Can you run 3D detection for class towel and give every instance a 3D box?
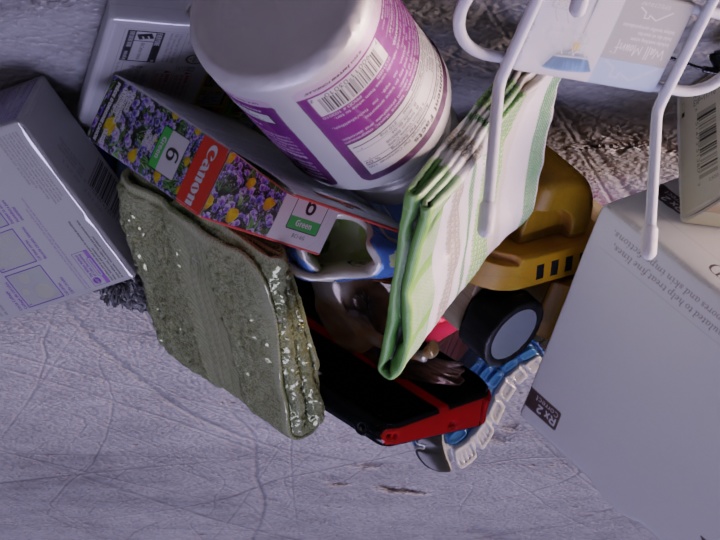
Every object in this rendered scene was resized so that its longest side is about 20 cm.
[{"bbox_3d":[0.071,-0.038,1.585,0.031,0.200,0.149,20,131,17],"label":"towel"},{"bbox_3d":[-0.093,0.023,1.683,0.148,0.036,0.200,31,152,29],"label":"towel"}]

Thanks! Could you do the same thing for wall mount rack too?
[{"bbox_3d":[0.144,-0.102,1.517,0.200,0.075,0.174,8,122,-25],"label":"wall mount rack"}]

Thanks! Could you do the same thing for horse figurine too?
[{"bbox_3d":[0.000,0.000,1.764,0.050,0.200,0.133,-32,-165,-34],"label":"horse figurine"}]

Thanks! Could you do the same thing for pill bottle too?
[{"bbox_3d":[-0.012,-0.115,1.499,0.112,0.112,0.200,-6,156,20],"label":"pill bottle"}]

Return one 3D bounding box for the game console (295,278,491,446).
[{"bbox_3d":[-0.017,0.063,1.826,0.200,0.031,0.177,31,-158,24],"label":"game console"}]

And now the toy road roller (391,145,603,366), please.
[{"bbox_3d":[0.124,-0.034,1.789,0.200,0.123,0.146,-15,137,-42],"label":"toy road roller"}]

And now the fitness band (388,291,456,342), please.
[{"bbox_3d":[0.100,0.008,1.959,0.200,0.037,0.144,-16,157,-33],"label":"fitness band"}]

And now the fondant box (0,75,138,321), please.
[{"bbox_3d":[-0.264,-0.036,1.744,0.200,0.058,0.144,-18,123,26],"label":"fondant box"}]

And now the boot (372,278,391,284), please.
[{"bbox_3d":[0.027,-0.029,1.909,0.155,0.074,0.200,7,172,-24],"label":"boot"}]

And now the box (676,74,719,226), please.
[{"bbox_3d":[0.318,-0.073,1.702,0.200,0.095,0.078,5,163,-21],"label":"box"}]

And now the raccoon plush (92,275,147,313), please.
[{"bbox_3d":[-0.161,-0.034,1.844,0.200,0.097,0.134,12,159,-35],"label":"raccoon plush"}]

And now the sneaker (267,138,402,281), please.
[{"bbox_3d":[-0.043,-0.037,1.678,0.200,0.076,0.077,8,-155,28],"label":"sneaker"}]

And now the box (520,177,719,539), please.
[{"bbox_3d":[0.243,0.071,1.740,0.131,0.199,0.200,-20,140,-41],"label":"box"}]

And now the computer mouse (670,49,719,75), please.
[{"bbox_3d":[0.214,-0.140,1.600,0.200,0.034,0.059,9,179,-11],"label":"computer mouse"}]

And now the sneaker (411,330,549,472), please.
[{"bbox_3d":[0.096,0.055,1.933,0.075,0.200,0.087,44,178,-32],"label":"sneaker"}]

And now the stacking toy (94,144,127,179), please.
[{"bbox_3d":[-0.205,-0.061,1.788,0.200,0.085,0.085,4,164,2],"label":"stacking toy"}]

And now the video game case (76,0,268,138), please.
[{"bbox_3d":[-0.084,-0.128,1.649,0.182,0.023,0.200,4,163,-11],"label":"video game case"}]

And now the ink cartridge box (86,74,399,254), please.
[{"bbox_3d":[-0.072,-0.054,1.593,0.109,0.050,0.200,18,-168,-45],"label":"ink cartridge box"}]
